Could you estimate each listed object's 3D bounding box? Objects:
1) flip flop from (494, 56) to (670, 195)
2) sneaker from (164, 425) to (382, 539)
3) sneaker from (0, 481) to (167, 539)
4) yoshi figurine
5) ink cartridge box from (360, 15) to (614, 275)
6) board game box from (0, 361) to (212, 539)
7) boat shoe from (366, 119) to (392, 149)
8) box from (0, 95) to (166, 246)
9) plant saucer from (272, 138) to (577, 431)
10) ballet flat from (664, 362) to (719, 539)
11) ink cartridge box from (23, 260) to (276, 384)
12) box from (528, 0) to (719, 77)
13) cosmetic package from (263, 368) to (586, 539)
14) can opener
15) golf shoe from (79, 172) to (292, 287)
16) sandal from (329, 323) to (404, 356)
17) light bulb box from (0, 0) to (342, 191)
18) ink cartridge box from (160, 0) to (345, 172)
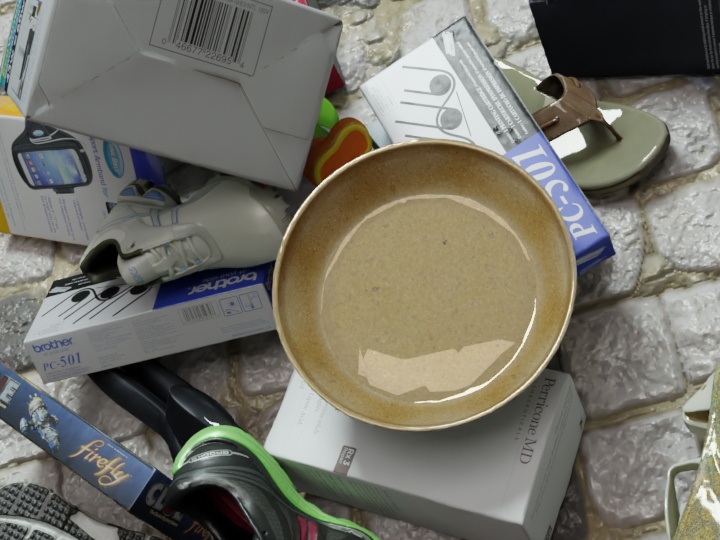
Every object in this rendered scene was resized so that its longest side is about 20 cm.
[{"bbox_3d":[0.145,-0.123,0.987,0.199,0.058,0.081,32,78,32],"label":"flip flop"},{"bbox_3d":[-0.050,0.192,0.853,0.199,0.077,0.084,36,39,6],"label":"sneaker"},{"bbox_3d":[-0.180,0.219,0.933,0.198,0.080,0.074,29,73,13],"label":"sneaker"},{"bbox_3d":[-0.034,-0.099,1.007,0.199,0.110,0.114,26,109,56],"label":"yoshi figurine"},{"bbox_3d":[0.088,-0.073,0.904,0.093,0.044,0.202,-33,67,6],"label":"ink cartridge box"},{"bbox_3d":[-0.197,0.135,0.940,0.198,0.136,0.035,28,75,30],"label":"board game box"},{"bbox_3d":[0.092,-0.065,0.975,0.091,0.071,0.201,-40,64,-4],"label":"boat shoe"},{"bbox_3d":[-0.238,-0.081,1.080,0.197,0.121,0.042,8,34,23],"label":"box"},{"bbox_3d":[0.042,0.012,0.831,0.197,0.036,0.203,-4,66,9],"label":"plant saucer"},{"bbox_3d":[0.234,0.118,0.825,0.070,0.071,0.203,7,67,24],"label":"ballet flat"},{"bbox_3d":[-0.157,0.026,1.006,0.197,0.045,0.094,-14,29,10],"label":"ink cartridge box"},{"bbox_3d":[0.239,-0.264,0.996,0.179,0.104,0.203,2,64,21],"label":"box"},{"bbox_3d":[0.046,0.115,0.887,0.197,0.081,0.114,8,64,26],"label":"cosmetic package"},{"bbox_3d":[-0.143,0.105,0.981,0.199,0.063,0.080,30,120,44],"label":"can opener"},{"bbox_3d":[-0.130,-0.016,0.951,0.198,0.079,0.097,-3,38,44],"label":"golf shoe"},{"bbox_3d":[-0.007,0.001,0.928,0.081,0.051,0.203,-6,25,-8],"label":"sandal"},{"bbox_3d":[-0.144,-0.155,0.911,0.200,0.196,0.127,36,110,64],"label":"light bulb box"},{"bbox_3d":[-0.131,-0.194,1.117,0.198,0.084,0.147,-24,58,8],"label":"ink cartridge box"}]
